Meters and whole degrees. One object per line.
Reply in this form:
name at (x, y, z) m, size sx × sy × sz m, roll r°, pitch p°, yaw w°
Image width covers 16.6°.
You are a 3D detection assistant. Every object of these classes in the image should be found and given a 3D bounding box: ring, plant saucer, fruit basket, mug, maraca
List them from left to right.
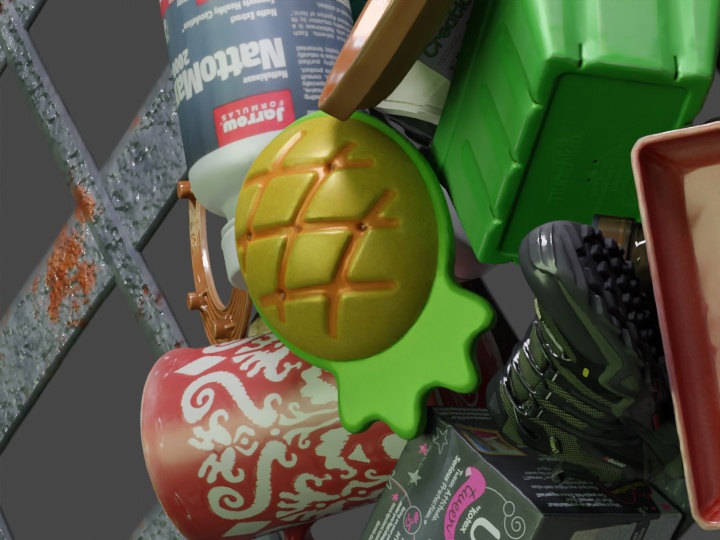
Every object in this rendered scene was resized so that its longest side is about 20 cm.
ring at (-0.100, -0.040, 1.676) m, size 0.200 × 0.019 × 0.201 m, roll 178°, pitch 90°, yaw -74°
mug at (-0.007, 0.099, 1.536) m, size 0.199 × 0.177 × 0.134 m, roll -17°, pitch 52°, yaw 27°
maraca at (0.000, 0.000, 1.399) m, size 0.137 × 0.107 × 0.200 m, roll -41°, pitch 65°, yaw 24°
plant saucer at (0.039, -0.168, 1.344) m, size 0.201 × 0.032 × 0.200 m, roll -58°, pitch 6°, yaw 10°
fruit basket at (0.130, -0.122, 1.369) m, size 0.216 × 0.155 × 0.217 m, roll -173°, pitch 90°, yaw -81°
plant saucer at (0.248, 0.015, 1.216) m, size 0.199 × 0.037 × 0.201 m, roll -11°, pitch 85°, yaw 20°

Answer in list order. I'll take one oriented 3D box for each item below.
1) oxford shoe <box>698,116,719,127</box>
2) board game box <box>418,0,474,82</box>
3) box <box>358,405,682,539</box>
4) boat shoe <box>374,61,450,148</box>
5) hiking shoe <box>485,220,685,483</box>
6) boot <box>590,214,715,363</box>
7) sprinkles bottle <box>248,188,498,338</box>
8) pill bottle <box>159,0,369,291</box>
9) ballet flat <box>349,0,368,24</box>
oxford shoe at (0.259, -0.019, 1.310) m, size 0.200 × 0.058 × 0.075 m, roll 38°, pitch 108°, yaw 29°
board game box at (0.072, -0.187, 1.462) m, size 0.126 × 0.035 × 0.200 m, roll -56°, pitch 9°, yaw 10°
box at (0.074, 0.193, 1.424) m, size 0.115 × 0.132 × 0.201 m, roll 43°, pitch 116°, yaw 39°
boat shoe at (0.061, -0.102, 1.531) m, size 0.074 × 0.066 × 0.199 m, roll -43°, pitch 22°, yaw -10°
hiking shoe at (0.106, 0.055, 1.258) m, size 0.100 × 0.200 × 0.076 m, roll -17°, pitch 46°, yaw 16°
boot at (0.177, 0.042, 1.343) m, size 0.097 × 0.200 × 0.075 m, roll 4°, pitch 60°, yaw 12°
sprinkles bottle at (0.011, 0.009, 1.571) m, size 0.200 × 0.068 × 0.068 m, roll -37°, pitch 58°, yaw 39°
pill bottle at (-0.053, -0.095, 1.532) m, size 0.119 × 0.119 × 0.201 m, roll -26°, pitch 68°, yaw 43°
ballet flat at (-0.021, -0.151, 1.648) m, size 0.200 × 0.067 × 0.064 m, roll -44°, pitch 26°, yaw 40°
